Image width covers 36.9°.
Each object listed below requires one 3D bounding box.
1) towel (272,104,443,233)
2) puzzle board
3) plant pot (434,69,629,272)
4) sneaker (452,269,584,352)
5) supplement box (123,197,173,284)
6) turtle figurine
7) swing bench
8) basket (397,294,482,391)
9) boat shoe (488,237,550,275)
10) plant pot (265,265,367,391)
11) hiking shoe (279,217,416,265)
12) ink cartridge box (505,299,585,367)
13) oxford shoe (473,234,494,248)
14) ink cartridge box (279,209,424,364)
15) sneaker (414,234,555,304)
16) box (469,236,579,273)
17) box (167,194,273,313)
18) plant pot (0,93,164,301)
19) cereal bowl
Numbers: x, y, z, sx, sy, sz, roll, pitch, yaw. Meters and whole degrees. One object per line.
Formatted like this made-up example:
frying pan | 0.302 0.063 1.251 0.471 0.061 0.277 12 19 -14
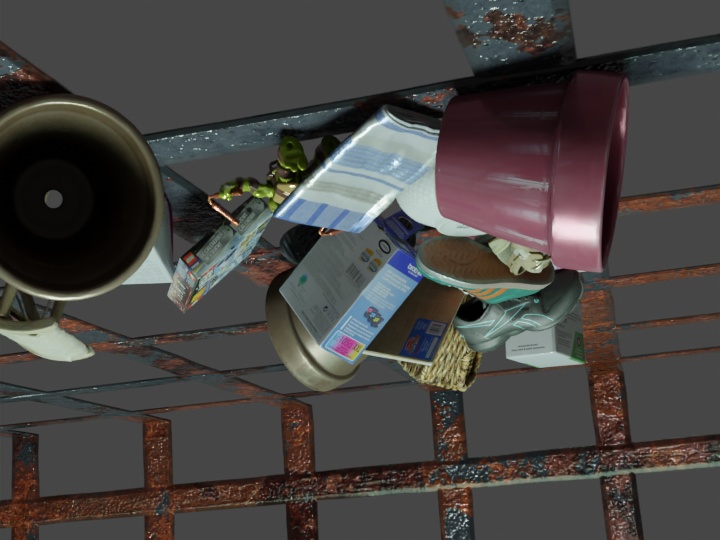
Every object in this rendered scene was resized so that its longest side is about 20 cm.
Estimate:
towel | 0.011 -0.109 1.222 0.199 0.024 0.146 -40 151 31
puzzle board | 0.060 0.058 1.520 0.148 0.201 0.018 9 129 19
plant pot | 0.176 -0.109 1.118 0.176 0.204 0.200 8 169 17
sneaker | 0.218 0.049 1.511 0.198 0.076 0.079 -30 125 23
supplement box | -0.292 -0.054 1.334 0.101 0.103 0.200 -3 165 -2
turtle figurine | -0.071 -0.104 1.281 0.197 0.065 0.161 11 154 -20
swing bench | -0.405 -0.001 1.307 0.127 0.204 0.199 -3 166 -2
basket | 0.163 0.081 1.659 0.147 0.203 0.143 15 -174 -19
boat shoe | 0.210 -0.035 1.292 0.072 0.065 0.200 -33 178 -13
plant pot | -0.023 0.064 1.681 0.173 0.203 0.199 -25 156 31
hiking shoe | -0.022 -0.028 1.565 0.196 0.077 0.101 -2 162 -12
ink cartridge box | 0.280 0.039 1.661 0.083 0.204 0.144 -8 166 29
oxford shoe | 0.238 -0.075 1.420 0.198 0.059 0.075 -25 154 13
ink cartridge box | 0.000 0.000 1.434 0.076 0.137 0.201 27 105 -43
sneaker | 0.152 0.008 1.409 0.197 0.072 0.080 8 149 -22
box | 0.221 -0.047 1.506 0.196 0.105 0.095 -5 166 7
box | -0.193 -0.020 1.463 0.137 0.040 0.200 -44 179 -21
plant pot | -0.313 -0.076 1.130 0.197 0.204 0.174 1 -177 -19
cereal bowl | 0.138 -0.096 1.336 0.196 0.085 0.200 -5 166 -1
